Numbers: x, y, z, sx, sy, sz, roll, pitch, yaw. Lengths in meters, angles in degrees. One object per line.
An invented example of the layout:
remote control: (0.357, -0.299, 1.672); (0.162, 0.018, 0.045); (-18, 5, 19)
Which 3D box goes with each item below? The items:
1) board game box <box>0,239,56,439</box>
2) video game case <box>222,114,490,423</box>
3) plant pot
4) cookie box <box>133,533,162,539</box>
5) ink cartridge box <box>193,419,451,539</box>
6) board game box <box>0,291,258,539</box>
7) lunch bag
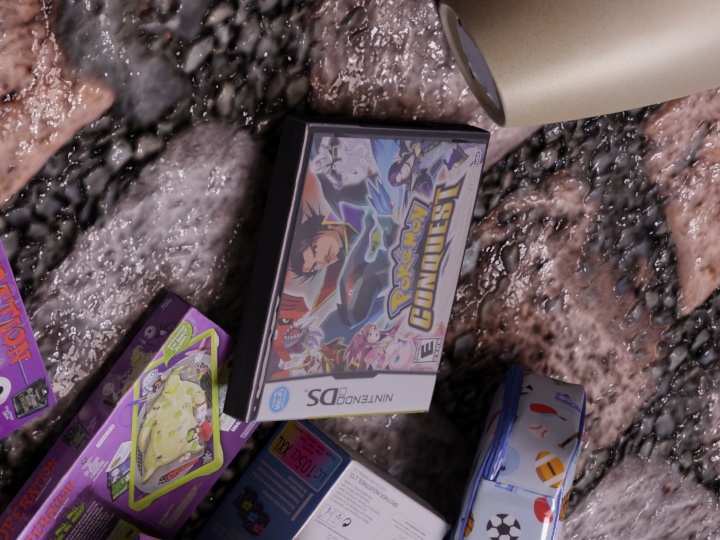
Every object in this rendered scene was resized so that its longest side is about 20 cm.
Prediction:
board game box: (-0.258, 0.034, 1.630); (0.120, 0.032, 0.200); (-37, 136, -24)
video game case: (0.000, 0.000, 1.805); (0.181, 0.025, 0.200); (0, 107, -47)
plant pot: (0.158, -0.177, 1.769); (0.200, 0.187, 0.187); (-27, 134, -8)
cookie box: (-0.116, 0.277, 1.795); (0.171, 0.075, 0.200); (20, 128, -25)
ink cartridge box: (-0.051, 0.214, 1.899); (0.200, 0.076, 0.136); (-54, 137, -1)
board game box: (-0.143, 0.122, 1.779); (0.200, 0.032, 0.120); (-53, 143, -3)
lunch bag: (0.104, 0.176, 1.973); (0.075, 0.160, 0.200); (17, 113, -1)
